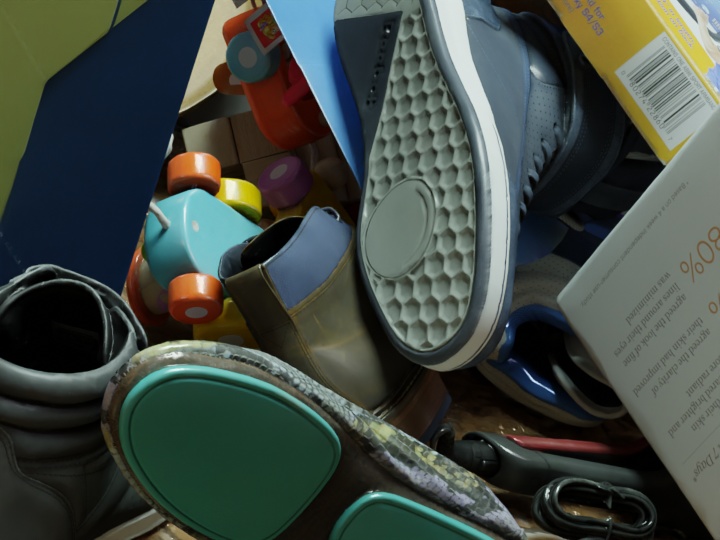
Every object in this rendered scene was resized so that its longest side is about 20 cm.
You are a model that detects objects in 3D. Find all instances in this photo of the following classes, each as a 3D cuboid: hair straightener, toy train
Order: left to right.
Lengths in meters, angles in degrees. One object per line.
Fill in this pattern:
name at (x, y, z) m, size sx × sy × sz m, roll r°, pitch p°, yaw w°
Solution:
toy train at (-0.060, -0.042, 1.228) m, size 0.055 × 0.151 × 0.200 m, roll -19°, pitch 8°, yaw 28°
hair straightener at (0.114, 0.090, 1.161) m, size 0.199 × 0.041 × 0.077 m, roll 13°, pitch 24°, yaw -31°

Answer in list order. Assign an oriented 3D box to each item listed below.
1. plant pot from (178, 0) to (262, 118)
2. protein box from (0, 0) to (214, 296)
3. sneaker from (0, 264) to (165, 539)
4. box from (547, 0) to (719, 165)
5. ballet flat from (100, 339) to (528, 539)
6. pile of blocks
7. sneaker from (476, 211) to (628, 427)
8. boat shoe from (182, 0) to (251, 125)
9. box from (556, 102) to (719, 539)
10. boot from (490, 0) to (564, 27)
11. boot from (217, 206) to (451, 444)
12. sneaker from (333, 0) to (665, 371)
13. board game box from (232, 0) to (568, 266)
plant pot at (-0.135, -0.132, 1.355) m, size 0.199 × 0.028 × 0.201 m, roll 0°, pitch 54°, yaw 0°
protein box at (-0.179, -0.092, 1.119) m, size 0.134 × 0.199 × 0.200 m, roll -1°, pitch 31°, yaw -41°
sneaker at (-0.094, 0.041, 1.028) m, size 0.070 × 0.100 × 0.200 m, roll 23°, pitch 22°, yaw 11°
box at (0.143, -0.110, 1.232) m, size 0.119 × 0.041 × 0.200 m, roll 55°, pitch 27°, yaw 9°
ballet flat at (-0.021, 0.071, 1.019) m, size 0.200 × 0.072 × 0.072 m, roll 33°, pitch 13°, yaw -35°
pile of blocks at (0.005, -0.040, 1.359) m, size 0.199 × 0.082 × 0.062 m, roll -6°, pitch 75°, yaw -31°
sneaker at (0.134, 0.037, 1.268) m, size 0.199 × 0.081 × 0.147 m, roll 22°, pitch 31°, yaw -7°
boat shoe at (-0.085, -0.126, 1.438) m, size 0.200 × 0.075 × 0.093 m, roll 35°, pitch 15°, yaw 19°
box at (0.199, 0.036, 1.135) m, size 0.106 × 0.152 × 0.200 m, roll -12°, pitch 60°, yaw -43°
boot at (0.102, -0.127, 1.301) m, size 0.188 × 0.068 × 0.200 m, roll 47°, pitch -4°, yaw 46°
boot at (0.000, 0.000, 1.168) m, size 0.097 × 0.074 × 0.200 m, roll 58°, pitch 21°, yaw -18°
sneaker at (0.068, -0.031, 1.158) m, size 0.146 × 0.077 × 0.203 m, roll 26°, pitch 43°, yaw -35°
board game box at (0.010, -0.078, 1.241) m, size 0.158 × 0.039 × 0.201 m, roll -4°, pitch 63°, yaw -53°
